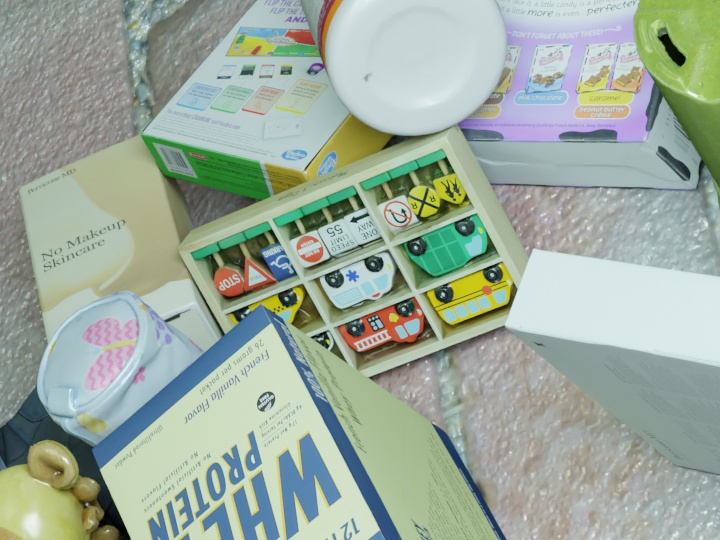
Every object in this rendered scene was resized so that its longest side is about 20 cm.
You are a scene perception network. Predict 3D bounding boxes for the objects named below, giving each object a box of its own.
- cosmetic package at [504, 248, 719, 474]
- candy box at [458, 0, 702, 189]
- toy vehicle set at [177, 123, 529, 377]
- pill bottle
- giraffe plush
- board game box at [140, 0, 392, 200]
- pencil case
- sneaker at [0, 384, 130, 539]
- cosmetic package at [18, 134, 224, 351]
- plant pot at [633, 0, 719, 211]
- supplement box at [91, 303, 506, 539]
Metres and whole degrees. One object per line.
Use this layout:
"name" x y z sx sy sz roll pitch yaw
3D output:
"cosmetic package" 0.190 0.059 1.371 0.150 0.200 0.052 7 70 38
"candy box" 0.145 -0.156 1.607 0.167 0.071 0.201 3 69 38
"toy vehicle set" 0.000 0.000 1.602 0.199 0.125 0.027 -22 18 27
"pill bottle" 0.017 -0.173 1.591 0.109 0.110 0.200 -40 29 13
"giraffe plush" -0.235 0.170 1.591 0.161 0.173 0.201 6 71 19
"board game box" -0.026 -0.131 1.699 0.152 0.040 0.200 16 56 41
"pencil case" -0.107 0.097 1.578 0.083 0.200 0.091 25 75 48
"sneaker" -0.192 0.159 1.678 0.146 0.077 0.202 -41 40 -1
"cosmetic package" -0.154 0.006 1.698 0.105 0.071 0.200 -24 38 1
"plant pot" 0.243 -0.109 1.429 0.199 0.190 0.201 -18 56 29
"supplement box" -0.014 0.163 1.467 0.134 0.200 0.200 -40 49 12
